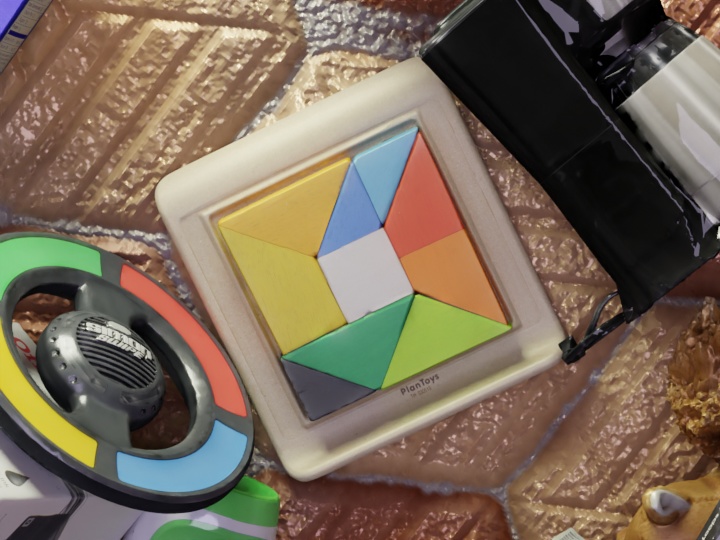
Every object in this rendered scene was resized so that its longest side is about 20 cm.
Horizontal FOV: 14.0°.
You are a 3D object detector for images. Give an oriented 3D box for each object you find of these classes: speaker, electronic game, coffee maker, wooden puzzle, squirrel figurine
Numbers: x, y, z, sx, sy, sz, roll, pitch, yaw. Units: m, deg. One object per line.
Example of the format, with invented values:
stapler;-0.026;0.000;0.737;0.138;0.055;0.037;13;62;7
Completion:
speaker;-0.114;0.212;1.707;0.088;0.088;0.200;21;94;1
electronic game;-0.145;0.056;1.648;0.200;0.200;0.042;40;120;-1
coffee maker;0.128;-0.081;1.653;0.192;0.135;0.200;-41;89;0
wooden puzzle;0.000;0.000;1.713;0.185;0.037;0.200;-25;92;4
squirrel figurine;0.232;0.114;1.661;0.187;0.142;0.200;-13;76;-7

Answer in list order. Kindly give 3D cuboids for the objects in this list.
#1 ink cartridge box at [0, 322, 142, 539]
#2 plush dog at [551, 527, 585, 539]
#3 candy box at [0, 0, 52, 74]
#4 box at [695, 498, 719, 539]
ink cartridge box;-0.228;0.102;1.624;0.084;0.200;0.145;-49;68;17
plush dog;0.141;0.263;1.688;0.200;0.160;0.172;23;113;-11
candy box;-0.272;-0.176;1.692;0.169;0.077;0.200;35;93;0
box;0.246;0.174;1.570;0.143;0.036;0.200;30;94;-6
